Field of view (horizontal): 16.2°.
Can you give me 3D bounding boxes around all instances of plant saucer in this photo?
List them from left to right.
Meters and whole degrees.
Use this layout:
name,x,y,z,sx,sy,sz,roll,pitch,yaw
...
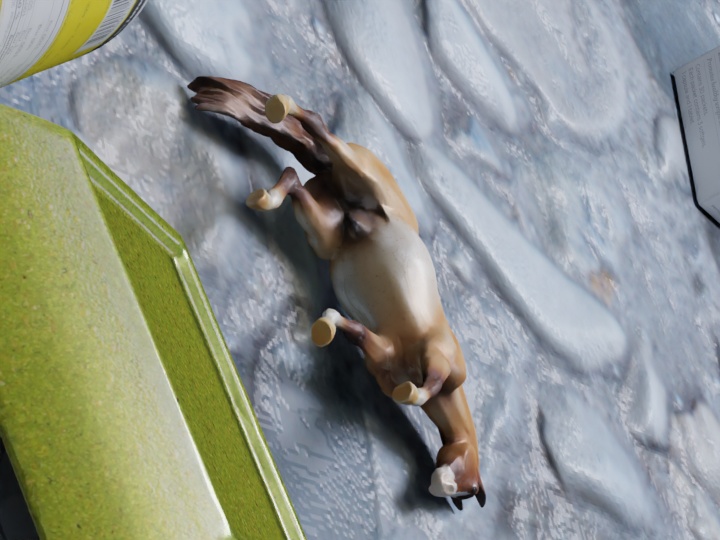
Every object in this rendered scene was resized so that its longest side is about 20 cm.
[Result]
name,x,y,z,sx,sy,sz,roll,pitch,yaw
plant saucer,-0.070,0.043,0.815,0.200,0.048,0.201,51,15,-73

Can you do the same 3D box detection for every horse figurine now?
name,x,y,z,sx,sy,sz,roll,pitch,yaw
horse figurine,0.000,0.000,1.055,0.201,0.050,0.132,63,14,17

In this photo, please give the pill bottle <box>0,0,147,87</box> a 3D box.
name,x,y,z,sx,sy,sz,roll,pitch,yaw
pill bottle,-0.152,-0.107,0.832,0.112,0.112,0.200,60,27,-2

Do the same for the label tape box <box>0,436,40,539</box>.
name,x,y,z,sx,sy,sz,roll,pitch,yaw
label tape box,-0.164,0.074,0.695,0.200,0.063,0.145,-13,76,-63

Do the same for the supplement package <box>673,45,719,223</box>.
name,x,y,z,sx,sy,sz,roll,pitch,yaw
supplement package,0.305,-0.099,1.515,0.109,0.200,0.114,36,36,-40
